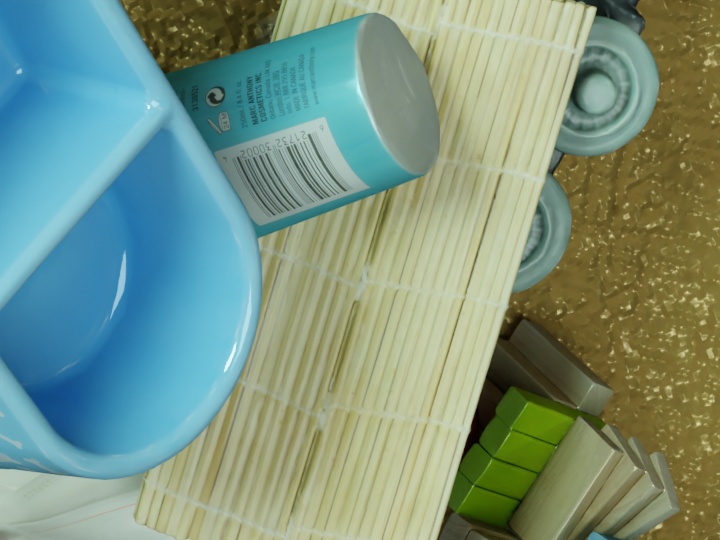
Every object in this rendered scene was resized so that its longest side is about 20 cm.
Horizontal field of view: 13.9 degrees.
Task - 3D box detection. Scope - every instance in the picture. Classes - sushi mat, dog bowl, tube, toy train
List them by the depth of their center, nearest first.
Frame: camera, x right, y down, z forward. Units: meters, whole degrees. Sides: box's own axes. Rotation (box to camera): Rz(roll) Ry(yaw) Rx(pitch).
[{"bbox_3d":[-0.093,-0.020,0.804,0.111,0.050,0.200,-50,134,-22],"label":"dog bowl"},{"bbox_3d":[-0.074,-0.025,0.912,0.200,0.050,0.077,-17,95,24],"label":"tube"},{"bbox_3d":[0.000,0.000,0.927,0.096,0.012,0.200,16,98,-1],"label":"sushi mat"},{"bbox_3d":[0.012,-0.038,0.965,0.114,0.085,0.200,30,100,-16],"label":"toy train"}]

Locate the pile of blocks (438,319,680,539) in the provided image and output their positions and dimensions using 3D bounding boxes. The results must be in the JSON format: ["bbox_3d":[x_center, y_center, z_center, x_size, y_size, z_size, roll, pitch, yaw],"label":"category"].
[{"bbox_3d":[0.059,0.097,0.971,0.062,0.200,0.082,20,131,-42],"label":"pile of blocks"}]

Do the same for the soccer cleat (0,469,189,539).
[{"bbox_3d":[-0.095,0.066,0.979,0.200,0.069,0.078,15,74,-26],"label":"soccer cleat"}]
